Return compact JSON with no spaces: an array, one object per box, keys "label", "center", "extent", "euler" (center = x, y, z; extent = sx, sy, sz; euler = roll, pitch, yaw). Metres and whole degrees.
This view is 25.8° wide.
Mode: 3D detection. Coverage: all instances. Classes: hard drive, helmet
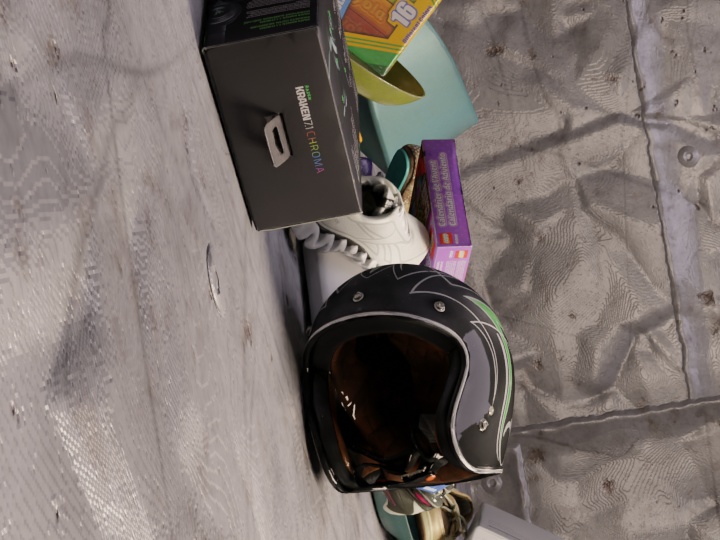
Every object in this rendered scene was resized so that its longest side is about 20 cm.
[{"label":"hard drive","center":[0.000,0.000,1.539],"extent":[0.131,0.027,0.201],"euler":[21,47,-37]},{"label":"helmet","center":[0.043,0.091,1.380],"extent":[0.200,0.198,0.192],"euler":[53,29,-77]}]

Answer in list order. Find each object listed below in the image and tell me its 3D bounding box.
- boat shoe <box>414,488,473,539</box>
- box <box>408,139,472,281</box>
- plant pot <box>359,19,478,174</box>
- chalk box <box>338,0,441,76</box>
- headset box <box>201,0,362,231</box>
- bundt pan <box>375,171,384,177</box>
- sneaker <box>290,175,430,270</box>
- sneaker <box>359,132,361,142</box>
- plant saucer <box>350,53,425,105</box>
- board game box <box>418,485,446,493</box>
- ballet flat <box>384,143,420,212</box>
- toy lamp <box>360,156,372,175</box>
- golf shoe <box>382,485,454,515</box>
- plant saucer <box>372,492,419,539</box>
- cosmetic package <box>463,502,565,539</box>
[{"label":"boat shoe","center":[0.096,0.279,1.833],"extent":[0.200,0.062,0.074],"euler":[16,65,-84]},{"label":"box","center":[0.078,-0.023,1.660],"extent":[0.201,0.039,0.138],"euler":[98,-13,-55]},{"label":"plant pot","center":[0.035,-0.253,1.974],"extent":[0.141,0.141,0.201],"euler":[45,-15,42]},{"label":"chalk box","center":[-0.019,-0.303,1.514],"extent":[0.199,0.125,0.124],"euler":[35,15,-8]},{"label":"headset box","center":[-0.058,-0.155,1.270],"extent":[0.201,0.092,0.175],"euler":[-92,171,-52]},{"label":"bundt pan","center":[0.006,-0.003,1.722],"extent":[0.202,0.075,0.204],"euler":[-10,90,-84]},{"label":"sneaker","center":[0.015,-0.047,1.494],"extent":[0.199,0.081,0.076],"euler":[15,49,-54]},{"label":"sneaker","center":[-0.041,-0.167,1.558],"extent":[0.201,0.077,0.079],"euler":[-96,171,-49]},{"label":"plant saucer","center":[-0.023,-0.223,1.568],"extent":[0.199,0.031,0.200],"euler":[35,16,-11]},{"label":"board game box","center":[0.024,0.106,1.533],"extent":[0.135,0.034,0.201],"euler":[23,47,-35]},{"label":"ballet flat","center":[0.045,-0.070,1.844],"extent":[0.200,0.065,0.071],"euler":[-56,-139,48]},{"label":"toy lamp","center":[-0.022,-0.175,1.858],"extent":[0.058,0.058,0.202],"euler":[57,23,-75]},{"label":"golf shoe","center":[0.013,0.159,1.583],"extent":[0.077,0.088,0.201],"euler":[-29,89,-51]},{"label":"plant saucer","center":[0.032,0.219,1.799],"extent":[0.200,0.036,0.202],"euler":[-10,90,-85]},{"label":"cosmetic package","center":[0.151,0.394,1.824],"extent":[0.200,0.122,0.201],"euler":[13,101,-83]}]
